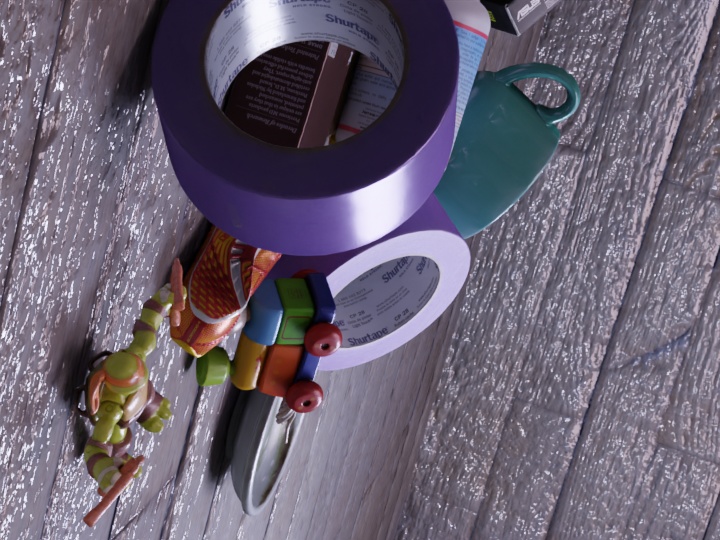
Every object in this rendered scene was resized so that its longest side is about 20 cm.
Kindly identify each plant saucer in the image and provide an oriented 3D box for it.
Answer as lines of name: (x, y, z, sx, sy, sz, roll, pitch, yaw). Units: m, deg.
plant saucer: (-0.100, 0.155, 1.749, 0.200, 0.050, 0.202, 18, 90, -81)

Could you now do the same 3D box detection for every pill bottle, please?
pill bottle: (0.054, -0.195, 1.515, 0.109, 0.108, 0.202, -2, 111, -80)

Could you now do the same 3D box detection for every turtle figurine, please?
turtle figurine: (-0.171, 0.099, 1.178, 0.162, 0.064, 0.202, 106, -3, -64)

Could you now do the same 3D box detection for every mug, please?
mug: (0.117, -0.137, 1.679, 0.185, 0.114, 0.152, -51, -167, -13)

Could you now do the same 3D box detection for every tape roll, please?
tape roll: (-0.035, -0.118, 1.101, 0.085, 0.198, 0.202, 86, 24, -66)
tape roll: (0.000, 0.000, 1.595, 0.198, 0.085, 0.201, -24, 149, -15)

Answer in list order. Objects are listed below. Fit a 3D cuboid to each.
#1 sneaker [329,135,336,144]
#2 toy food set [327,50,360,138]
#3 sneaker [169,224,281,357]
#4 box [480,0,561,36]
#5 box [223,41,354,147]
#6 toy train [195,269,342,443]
sneaker: (0.027, -0.187, 1.731, 0.077, 0.072, 0.202, 93, 17, -67)
toy food set: (-0.018, -0.217, 1.531, 0.198, 0.048, 0.202, -47, 154, -69)
sneaker: (-0.109, -0.010, 1.391, 0.077, 0.073, 0.200, -51, -177, 42)
box: (0.183, -0.350, 1.860, 0.200, 0.193, 0.048, -39, 121, -14)
box: (-0.051, -0.171, 1.350, 0.100, 0.074, 0.202, -12, 121, -80)
toy train: (-0.096, 0.090, 1.487, 0.085, 0.114, 0.201, -110, -151, -45)
